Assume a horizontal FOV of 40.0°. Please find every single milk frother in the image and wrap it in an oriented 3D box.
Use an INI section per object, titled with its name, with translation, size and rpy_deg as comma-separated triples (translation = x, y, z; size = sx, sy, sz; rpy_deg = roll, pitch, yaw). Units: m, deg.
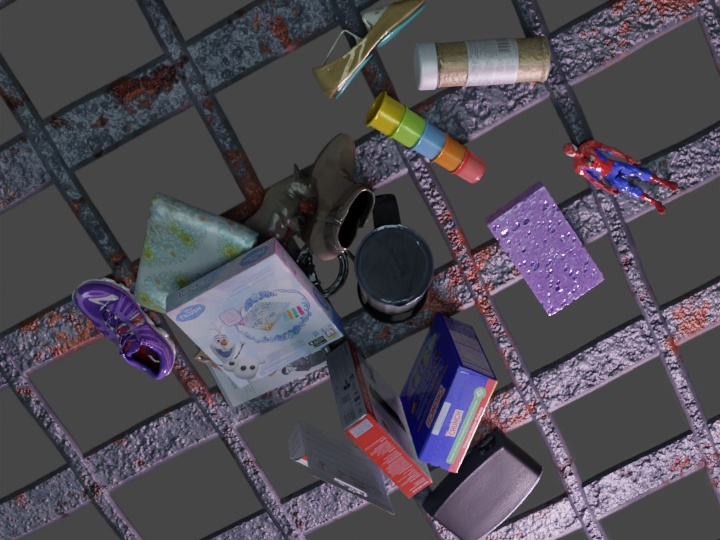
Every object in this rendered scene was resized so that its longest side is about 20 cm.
[milk frother]
translation = 0.000, 0.000, 1.496
size = 0.197, 0.188, 0.183
rpy_deg = -25, 79, -4

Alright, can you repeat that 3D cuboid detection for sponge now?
[sponge]
translation = 0.299, -0.034, 1.601
size = 0.111, 0.030, 0.201
rpy_deg = -35, 111, 8

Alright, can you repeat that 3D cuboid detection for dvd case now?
[dvd case]
translation = -0.158, 0.124, 1.620
size = 0.197, 0.025, 0.152
rpy_deg = -24, 111, 4

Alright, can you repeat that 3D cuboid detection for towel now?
[towel]
translation = -0.254, -0.005, 1.514
size = 0.168, 0.048, 0.202
rpy_deg = 19, 124, -3

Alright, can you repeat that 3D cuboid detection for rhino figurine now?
[rhino figurine]
translation = -0.116, -0.088, 1.525
size = 0.087, 0.060, 0.201
rpy_deg = 35, 102, -13

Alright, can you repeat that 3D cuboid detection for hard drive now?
[hard drive]
translation = 0.219, 0.391, 1.747
size = 0.134, 0.042, 0.200
rpy_deg = 39, 103, -18

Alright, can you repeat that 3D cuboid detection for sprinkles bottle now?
[sprinkles bottle]
translation = 0.179, -0.308, 1.464
size = 0.196, 0.068, 0.070
rpy_deg = -4, 112, -4

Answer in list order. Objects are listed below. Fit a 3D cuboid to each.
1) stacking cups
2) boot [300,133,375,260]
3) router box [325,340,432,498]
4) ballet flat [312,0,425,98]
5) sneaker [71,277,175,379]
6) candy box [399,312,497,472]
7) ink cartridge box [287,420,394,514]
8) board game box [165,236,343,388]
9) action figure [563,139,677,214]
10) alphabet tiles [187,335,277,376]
[stacking cups]
translation = 0.102, -0.195, 1.504
size = 0.198, 0.061, 0.061
rpy_deg = 31, 105, -15
[boot]
translation = -0.023, -0.110, 1.443
size = 0.069, 0.145, 0.204
rpy_deg = 21, 82, -27
[router box]
translation = 0.026, 0.233, 1.574
size = 0.049, 0.201, 0.180
rpy_deg = -35, 120, 9
[ballet flat]
translation = 0.008, -0.339, 1.440
size = 0.200, 0.069, 0.063
rpy_deg = -44, 95, 10
[sneaker]
translation = -0.368, 0.092, 1.557
size = 0.081, 0.084, 0.200
rpy_deg = -43, 108, 11
[candy box]
translation = 0.136, 0.190, 1.579
size = 0.076, 0.201, 0.172
rpy_deg = 19, 109, -12
[ink cartridge box]
translation = -0.036, 0.334, 1.617
size = 0.161, 0.200, 0.058
rpy_deg = 28, 104, -14
[board game box]
translation = -0.158, 0.069, 1.499
size = 0.197, 0.044, 0.200
rpy_deg = -27, 130, 14
[action figure]
translation = 0.405, -0.155, 1.557
size = 0.197, 0.052, 0.066
rpy_deg = 23, 111, -11
[alphabet tiles]
translation = -0.167, 0.096, 1.555
size = 0.165, 0.006, 0.200
rpy_deg = 29, 121, -30
